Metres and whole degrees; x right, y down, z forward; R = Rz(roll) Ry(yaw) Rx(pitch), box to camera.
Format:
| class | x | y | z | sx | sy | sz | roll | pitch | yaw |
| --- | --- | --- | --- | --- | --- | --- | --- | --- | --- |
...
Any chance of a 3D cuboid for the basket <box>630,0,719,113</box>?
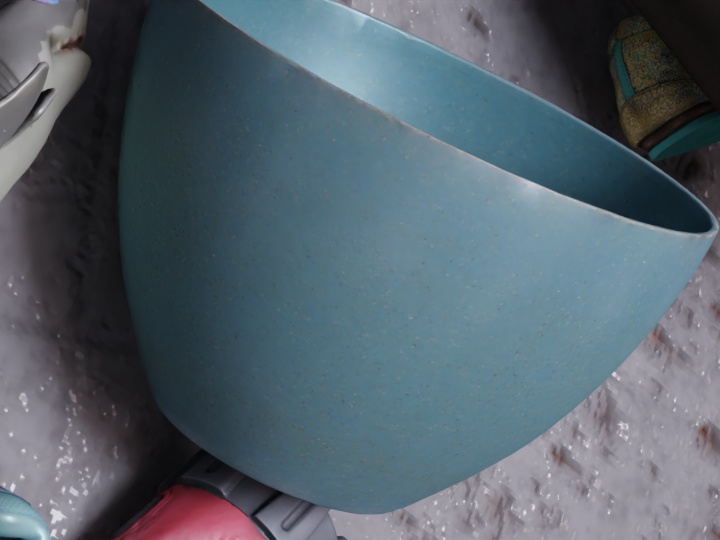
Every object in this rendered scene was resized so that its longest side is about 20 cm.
| class | x | y | z | sx | sy | sz | roll | pitch | yaw |
| --- | --- | --- | --- | --- | --- | --- | --- | --- | --- |
| basket | 0.177 | -0.107 | 0.951 | 0.136 | 0.180 | 0.200 | -42 | 88 | -9 |

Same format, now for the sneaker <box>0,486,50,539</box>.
| class | x | y | z | sx | sy | sz | roll | pitch | yaw |
| --- | --- | --- | --- | --- | --- | --- | --- | --- | --- |
| sneaker | -0.174 | 0.108 | 0.722 | 0.200 | 0.086 | 0.078 | -35 | 115 | -38 |

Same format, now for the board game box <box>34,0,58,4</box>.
| class | x | y | z | sx | sy | sz | roll | pitch | yaw |
| --- | --- | --- | --- | --- | --- | --- | --- | --- | --- |
| board game box | -0.160 | -0.124 | 0.682 | 0.158 | 0.200 | 0.039 | 36 | 105 | -27 |

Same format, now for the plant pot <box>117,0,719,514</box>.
| class | x | y | z | sx | sy | sz | roll | pitch | yaw |
| --- | --- | --- | --- | --- | --- | --- | --- | --- | --- |
| plant pot | 0.000 | 0.000 | 0.836 | 0.200 | 0.200 | 0.135 | 13 | 108 | -44 |

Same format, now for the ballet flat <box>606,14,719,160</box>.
| class | x | y | z | sx | sy | sz | roll | pitch | yaw |
| --- | --- | --- | --- | --- | --- | --- | --- | --- | --- |
| ballet flat | 0.175 | -0.090 | 1.080 | 0.199 | 0.070 | 0.071 | -9 | 99 | -45 |

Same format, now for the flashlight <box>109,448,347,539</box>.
| class | x | y | z | sx | sy | sz | roll | pitch | yaw |
| --- | --- | --- | --- | --- | --- | --- | --- | --- | --- |
| flashlight | -0.087 | 0.137 | 0.825 | 0.200 | 0.067 | 0.068 | -45 | 135 | -34 |

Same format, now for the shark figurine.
| class | x | y | z | sx | sy | sz | roll | pitch | yaw |
| --- | --- | --- | --- | --- | --- | --- | --- | --- | --- |
| shark figurine | -0.145 | -0.036 | 0.736 | 0.089 | 0.215 | 0.128 | 31 | 101 | -3 |
